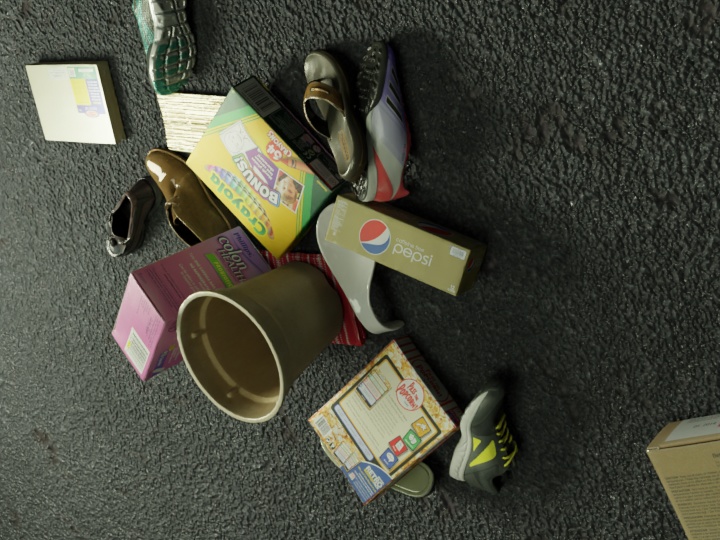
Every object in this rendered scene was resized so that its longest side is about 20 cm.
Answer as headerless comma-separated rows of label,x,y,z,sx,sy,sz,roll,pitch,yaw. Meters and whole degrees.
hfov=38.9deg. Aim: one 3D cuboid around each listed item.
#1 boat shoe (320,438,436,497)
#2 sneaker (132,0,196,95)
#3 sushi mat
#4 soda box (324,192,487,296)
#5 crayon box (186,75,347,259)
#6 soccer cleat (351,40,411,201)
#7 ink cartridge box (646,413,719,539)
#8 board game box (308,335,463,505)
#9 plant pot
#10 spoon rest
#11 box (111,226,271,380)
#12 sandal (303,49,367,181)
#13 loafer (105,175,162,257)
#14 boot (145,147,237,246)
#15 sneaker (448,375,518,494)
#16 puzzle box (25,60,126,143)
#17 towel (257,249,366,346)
boat shoe,0.030,0.289,1.549,0.197,0.075,0.066,17,166,26
sneaker,-0.293,-0.360,1.490,0.091,0.077,0.202,33,128,44
sushi mat,-0.231,-0.219,1.538,0.198,0.012,0.097,11,118,37
soda box,0.058,-0.037,1.320,0.198,0.068,0.065,24,107,22
crayon box,-0.135,-0.143,1.450,0.200,0.058,0.173,46,133,3
soccer cleat,0.033,-0.189,1.301,0.068,0.072,0.203,-151,63,-65
ink cartridge box,0.451,0.243,1.149,0.199,0.075,0.166,-21,97,46
board game box,0.036,0.215,1.460,0.200,0.046,0.152,-44,72,27
plant pot,-0.129,0.083,1.457,0.199,0.183,0.203,20,125,30
spoon rest,0.000,0.000,1.418,0.098,0.061,0.202,-15,103,35
box,-0.258,0.050,1.554,0.097,0.199,0.176,51,142,15
sandal,-0.044,-0.202,1.308,0.082,0.054,0.202,128,133,-54
loafer,-0.399,-0.086,1.719,0.072,0.063,0.200,50,135,8
boot,-0.281,-0.113,1.596,0.200,0.075,0.074,47,136,13
sneaker,0.181,0.225,1.386,0.084,0.074,0.202,27,137,20
puzzle box,-0.479,-0.282,1.711,0.198,0.025,0.135,9,117,38
towel,-0.080,0.039,1.539,0.198,0.022,0.146,5,115,40
